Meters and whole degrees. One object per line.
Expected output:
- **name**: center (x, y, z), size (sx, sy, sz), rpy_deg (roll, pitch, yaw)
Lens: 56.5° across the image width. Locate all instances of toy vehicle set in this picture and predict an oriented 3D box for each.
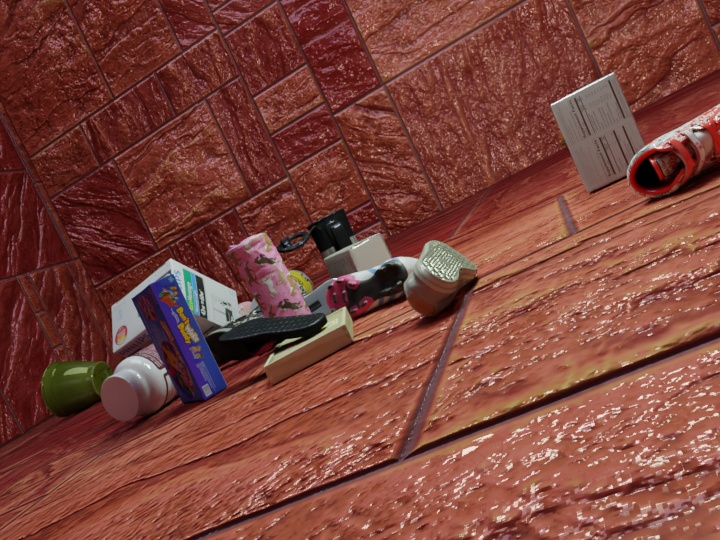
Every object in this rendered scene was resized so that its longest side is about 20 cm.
- **toy vehicle set**: center (-0.070, 0.103, 0.973), size (0.122, 0.027, 0.200), rpy_deg (-28, 4, 1)

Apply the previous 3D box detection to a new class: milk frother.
- **milk frother**: center (-0.094, -0.036, 1.774), size (0.197, 0.191, 0.181), rpy_deg (-26, 3, 7)

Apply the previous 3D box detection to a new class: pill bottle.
- **pill bottle**: center (-0.396, 0.204, 1.277), size (0.111, 0.115, 0.200), rpy_deg (-25, 4, 23)
- **pill bottle**: center (-0.181, 0.071, 1.538), size (0.110, 0.114, 0.200), rpy_deg (-26, 4, 15)

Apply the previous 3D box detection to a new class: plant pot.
- **plant pot**: center (-1.009, 0.413, 2.428), size (0.189, 0.205, 0.200), rpy_deg (-13, 7, 14)

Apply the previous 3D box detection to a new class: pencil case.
- **pencil case**: center (-0.151, 0.034, 1.144), size (0.085, 0.203, 0.083), rpy_deg (-28, 3, -7)

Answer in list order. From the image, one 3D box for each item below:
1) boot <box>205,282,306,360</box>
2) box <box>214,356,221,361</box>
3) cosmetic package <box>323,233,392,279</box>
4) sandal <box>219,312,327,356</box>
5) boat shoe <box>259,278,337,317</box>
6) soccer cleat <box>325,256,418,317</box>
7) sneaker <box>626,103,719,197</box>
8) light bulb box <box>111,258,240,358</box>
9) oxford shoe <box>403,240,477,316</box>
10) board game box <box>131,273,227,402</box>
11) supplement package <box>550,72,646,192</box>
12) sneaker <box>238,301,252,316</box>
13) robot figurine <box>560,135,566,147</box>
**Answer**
- **boot**: center (-0.211, 0.102, 1.377), size (0.200, 0.074, 0.155), rpy_deg (-17, 25, 31)
- **box**: center (-0.388, 0.187, 1.607), size (0.197, 0.096, 0.078), rpy_deg (-27, 3, 26)
- **cosmetic package**: center (0.000, 0.000, 1.289), size (0.072, 0.105, 0.200), rpy_deg (-27, 4, -18)
- **sandal**: center (-0.132, 0.101, 0.995), size (0.196, 0.046, 0.075), rpy_deg (-8, 19, 32)
- **boat shoe**: center (-0.110, 0.078, 1.246), size (0.197, 0.074, 0.068), rpy_deg (-35, -3, -7)
- **soccer cleat**: center (0.028, 0.029, 1.085), size (0.085, 0.072, 0.198), rpy_deg (-8, -9, -44)
- **sneaker**: center (0.389, -0.142, 0.732), size (0.107, 0.068, 0.200), rpy_deg (-32, 2, -40)
- **light bulb box**: center (-0.393, 0.108, 1.438), size (0.196, 0.127, 0.199), rpy_deg (-34, -38, 19)
- **oxford shoe**: center (0.097, 0.008, 0.826), size (0.059, 0.074, 0.200), rpy_deg (-63, -11, 19)
- **board game box**: center (-0.304, 0.117, 1.116), size (0.044, 0.203, 0.134), rpy_deg (-27, 4, -33)
- **supplement package**: center (0.414, -0.240, 1.147), size (0.109, 0.158, 0.200), rpy_deg (-23, 5, 26)
- **sneaker**: center (-0.410, 0.166, 2.194), size (0.199, 0.076, 0.104), rpy_deg (-35, 8, -32)
- **robot figurine**: center (0.876, -0.542, 2.647), size (0.143, 0.059, 0.200), rpy_deg (-29, 3, -9)
